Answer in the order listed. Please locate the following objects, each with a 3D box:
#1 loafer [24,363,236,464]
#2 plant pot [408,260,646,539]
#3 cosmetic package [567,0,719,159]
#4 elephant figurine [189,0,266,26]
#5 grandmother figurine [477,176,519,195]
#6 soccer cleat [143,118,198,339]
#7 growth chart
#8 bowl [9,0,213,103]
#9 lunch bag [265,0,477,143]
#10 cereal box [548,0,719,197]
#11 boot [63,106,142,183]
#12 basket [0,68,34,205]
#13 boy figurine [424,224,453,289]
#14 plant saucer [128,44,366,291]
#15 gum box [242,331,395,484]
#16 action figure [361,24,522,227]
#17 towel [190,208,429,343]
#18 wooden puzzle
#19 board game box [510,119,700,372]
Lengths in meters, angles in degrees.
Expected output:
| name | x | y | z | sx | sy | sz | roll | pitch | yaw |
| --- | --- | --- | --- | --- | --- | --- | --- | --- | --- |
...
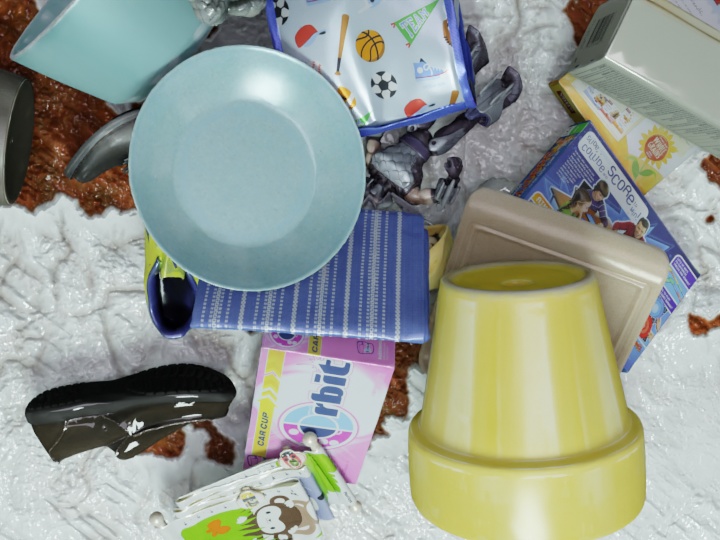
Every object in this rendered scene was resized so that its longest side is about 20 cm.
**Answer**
| name | x | y | z | sx | sy | sz | roll | pitch | yaw |
| --- | --- | --- | --- | --- | --- | --- | --- | --- | --- |
| loafer | -0.214 | 0.139 | 0.888 | 0.196 | 0.073 | 0.073 | -7 | 106 | 0 |
| plant pot | 0.135 | 0.097 | 0.776 | 0.197 | 0.201 | 0.192 | -5 | 100 | -5 |
| cosmetic package | 0.300 | -0.170 | 0.843 | 0.198 | 0.104 | 0.074 | 26 | 92 | -8 |
| elephant figurine | -0.046 | -0.271 | 0.709 | 0.197 | 0.141 | 0.158 | -12 | 101 | 21 |
| grandmother figurine | 0.163 | 0.003 | 0.912 | 0.120 | 0.061 | 0.203 | -24 | 100 | -12 |
| soccer cleat | -0.162 | -0.034 | 0.817 | 0.064 | 0.084 | 0.203 | 0 | 116 | -4 |
| growth chart | -0.097 | 0.233 | 0.884 | 0.198 | 0.018 | 0.145 | -27 | 128 | 10 |
| bowl | -0.195 | -0.224 | 0.801 | 0.105 | 0.201 | 0.201 | 40 | 91 | -29 |
| lunch bag | 0.007 | -0.223 | 0.824 | 0.167 | 0.124 | 0.204 | -12 | 88 | 14 |
| cereal box | 0.304 | -0.191 | 0.913 | 0.199 | 0.040 | 0.145 | -39 | 98 | -1 |
| boot | -0.155 | -0.082 | 0.869 | 0.198 | 0.069 | 0.176 | -30 | 106 | 5 |
| basket | -0.396 | -0.131 | 0.808 | 0.197 | 0.136 | 0.183 | 8 | 99 | -10 |
| boy figurine | 0.000 | 0.000 | 0.862 | 0.196 | 0.124 | 0.066 | -7 | 110 | -10 |
| plant saucer | -0.094 | -0.084 | 0.780 | 0.198 | 0.039 | 0.205 | 1 | 87 | -16 |
| gum box | -0.042 | 0.115 | 0.849 | 0.111 | 0.067 | 0.202 | 8 | 136 | -6 |
| action figure | 0.061 | -0.128 | 0.877 | 0.130 | 0.069 | 0.200 | 41 | 82 | 10 |
| towel | -0.037 | 0.001 | 0.800 | 0.196 | 0.146 | 0.024 | 4 | 138 | -1 |
| wooden puzzle | 0.162 | 0.038 | 0.858 | 0.182 | 0.037 | 0.202 | 20 | 121 | 8 |
| board game box | 0.229 | -0.022 | 0.893 | 0.135 | 0.034 | 0.201 | -45 | 106 | -19 |
